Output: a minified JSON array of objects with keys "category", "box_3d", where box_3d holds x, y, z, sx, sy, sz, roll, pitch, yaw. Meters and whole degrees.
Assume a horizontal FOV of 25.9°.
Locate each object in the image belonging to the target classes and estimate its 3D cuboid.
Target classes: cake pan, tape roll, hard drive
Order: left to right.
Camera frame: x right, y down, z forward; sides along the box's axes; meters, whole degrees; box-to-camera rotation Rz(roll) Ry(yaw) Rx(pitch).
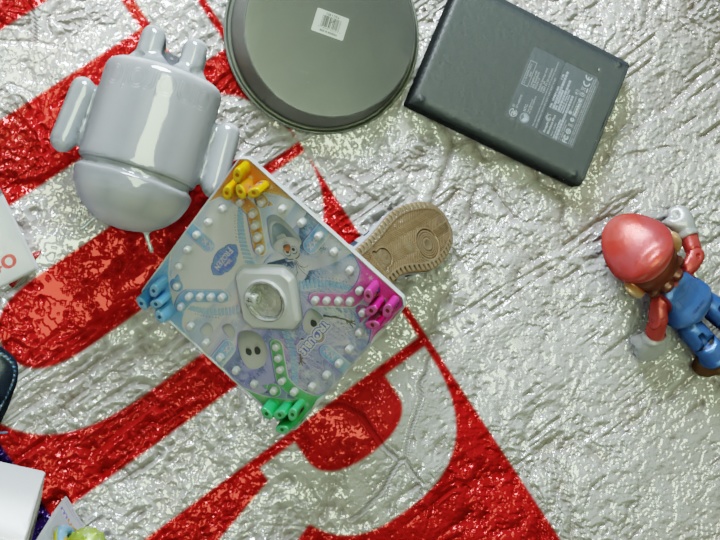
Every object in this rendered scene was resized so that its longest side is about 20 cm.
[{"category":"tape roll","box_3d":[-0.332,0.266,1.369,0.070,0.202,0.203,14,86,-8]},{"category":"cake pan","box_3d":[-0.034,-0.235,1.535,0.199,0.037,0.201,0,89,-14]},{"category":"hard drive","box_3d":[0.159,-0.189,1.588,0.199,0.033,0.140,24,84,-14]}]

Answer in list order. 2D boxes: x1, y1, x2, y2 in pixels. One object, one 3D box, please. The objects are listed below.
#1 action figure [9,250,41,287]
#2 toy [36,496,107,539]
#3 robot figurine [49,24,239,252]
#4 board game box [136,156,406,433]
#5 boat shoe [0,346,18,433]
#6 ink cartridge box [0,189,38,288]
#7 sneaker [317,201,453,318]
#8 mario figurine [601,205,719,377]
[{"category":"action figure","box_3d":[-0.377,-0.071,1.433,0.200,0.065,0.052,42,102,-12]},{"category":"toy","box_3d":[-0.238,0.270,1.395,0.047,0.200,0.116,-25,97,6]},{"category":"robot figurine","box_3d":[-0.199,-0.122,1.452,0.169,0.113,0.201,16,86,-2]},{"category":"board game box","box_3d":[-0.088,0.029,1.442,0.200,0.026,0.200,42,122,2]},{"category":"boat shoe","box_3d":[-0.377,0.158,1.428,0.084,0.069,0.200,33,82,-12]},{"category":"ink cartridge box","box_3d":[-0.386,-0.058,1.345,0.146,0.084,0.201,-29,103,-18]},{"category":"sneaker","box_3d":[0.000,0.000,1.535,0.200,0.108,0.070,-36,97,-43]},{"category":"mario figurine","box_3d":[0.316,0.015,1.621,0.200,0.106,0.124,45,43,-21]}]
